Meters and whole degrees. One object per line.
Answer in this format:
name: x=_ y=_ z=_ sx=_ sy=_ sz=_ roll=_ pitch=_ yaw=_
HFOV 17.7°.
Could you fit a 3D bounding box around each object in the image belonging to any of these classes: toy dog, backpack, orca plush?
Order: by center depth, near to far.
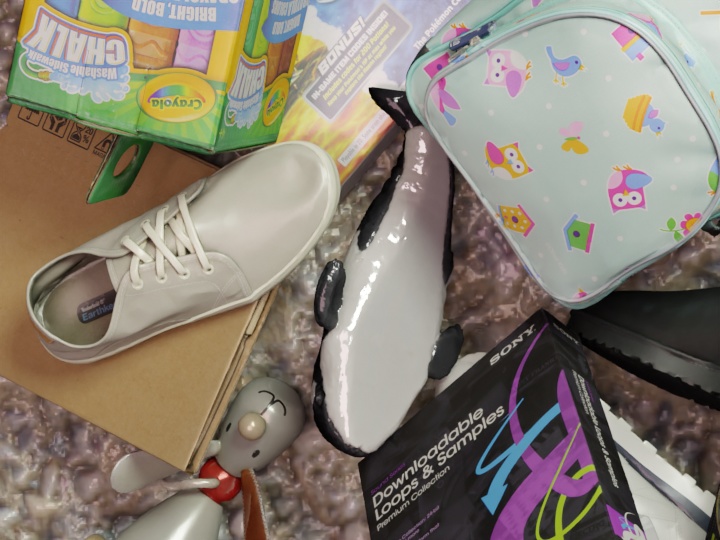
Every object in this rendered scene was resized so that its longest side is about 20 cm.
backpack: x=0.141 y=-0.092 z=1.184 sx=0.199 sy=0.153 sz=0.176 roll=-33 pitch=98 yaw=22
orca plush: x=0.000 y=0.000 z=1.272 sx=0.071 sy=0.105 sz=0.202 roll=1 pitch=89 yaw=50
toy dog: x=-0.112 y=0.153 z=1.330 sx=0.131 sy=0.096 sz=0.201 roll=16 pitch=100 yaw=10

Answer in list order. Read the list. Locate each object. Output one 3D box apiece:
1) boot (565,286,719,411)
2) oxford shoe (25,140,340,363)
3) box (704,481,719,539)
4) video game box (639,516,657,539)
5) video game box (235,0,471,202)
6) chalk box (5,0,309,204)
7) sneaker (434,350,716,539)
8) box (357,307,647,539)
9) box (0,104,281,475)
boot: x=0.222 y=-0.002 z=1.243 sx=0.198 sy=0.073 sz=0.163 roll=20 pitch=83 yaw=39
oxford shoe: x=-0.100 y=-0.008 z=1.264 sx=0.199 sy=0.058 sz=0.076 roll=-28 pitch=70 yaw=14
box: x=0.258 y=0.146 z=1.195 sx=0.159 sy=0.044 sz=0.201 roll=-4 pitch=128 yaw=-13
video game box: x=0.114 y=0.225 z=1.239 sx=0.182 sy=0.047 sz=0.201 roll=-5 pitch=110 yaw=55
video game box: x=-0.027 y=-0.161 z=1.301 sx=0.182 sy=0.047 sz=0.200 roll=43 pitch=104 yaw=7
chalk box: x=-0.104 y=-0.132 z=1.237 sx=0.123 sy=0.125 sz=0.201 roll=15 pitch=101 yaw=12
sneaker: x=0.117 y=0.123 z=1.271 sx=0.200 sy=0.077 sz=0.081 roll=35 pitch=65 yaw=9
box: x=0.068 y=0.125 z=1.175 sx=0.143 sy=0.200 sz=0.036 roll=-41 pitch=118 yaw=18
box: x=-0.145 y=0.001 z=1.323 sx=0.199 sy=0.021 sz=0.164 roll=25 pitch=92 yaw=23
